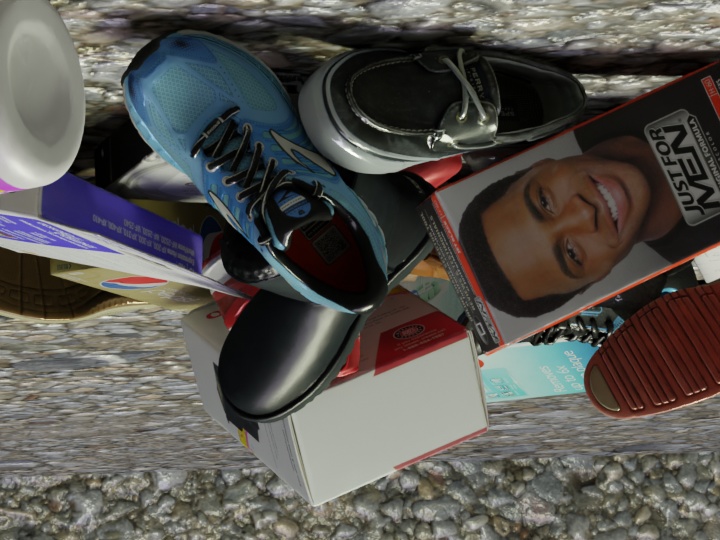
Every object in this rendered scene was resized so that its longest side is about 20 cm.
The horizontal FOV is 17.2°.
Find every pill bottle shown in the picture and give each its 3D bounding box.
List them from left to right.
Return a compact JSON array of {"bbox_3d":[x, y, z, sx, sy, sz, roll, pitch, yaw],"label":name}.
[{"bbox_3d":[-0.249,-0.082,1.229,0.198,0.105,0.104,-7,169,23],"label":"pill bottle"}]

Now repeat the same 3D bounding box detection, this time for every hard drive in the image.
[{"bbox_3d":[-0.073,-0.080,1.485,0.139,0.038,0.200,1,168,-23],"label":"hard drive"}]

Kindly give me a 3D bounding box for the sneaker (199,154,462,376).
[{"bbox_3d":[0.000,0.000,1.581,0.199,0.116,0.078,-31,173,18],"label":"sneaker"}]

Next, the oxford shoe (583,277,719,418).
[{"bbox_3d":[0.236,0.037,1.518,0.199,0.071,0.074,-28,170,9],"label":"oxford shoe"}]

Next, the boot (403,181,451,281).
[{"bbox_3d":[0.097,-0.025,1.732,0.198,0.074,0.155,-3,168,-6],"label":"boot"}]

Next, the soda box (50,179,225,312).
[{"bbox_3d":[-0.148,-0.017,1.725,0.067,0.065,0.200,-8,168,21],"label":"soda box"}]

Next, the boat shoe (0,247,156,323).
[{"bbox_3d":[-0.218,0.007,1.819,0.199,0.073,0.065,-4,170,-31],"label":"boat shoe"}]

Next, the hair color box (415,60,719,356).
[{"bbox_3d":[0.145,-0.037,1.416,0.199,0.102,0.061,-26,178,-12],"label":"hair color box"}]

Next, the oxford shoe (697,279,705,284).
[{"bbox_3d":[0.216,0.014,2.039,0.198,0.073,0.071,13,-169,-1],"label":"oxford shoe"}]

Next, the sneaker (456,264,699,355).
[{"bbox_3d":[0.156,0.022,1.695,0.199,0.082,0.073,-24,170,-22],"label":"sneaker"}]

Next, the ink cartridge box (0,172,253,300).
[{"bbox_3d":[-0.189,-0.033,1.516,0.199,0.044,0.198,12,173,28],"label":"ink cartridge box"}]

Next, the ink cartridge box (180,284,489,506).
[{"bbox_3d":[-0.021,0.072,1.695,0.145,0.083,0.200,-22,-156,-19],"label":"ink cartridge box"}]

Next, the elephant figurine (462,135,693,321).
[{"bbox_3d":[0.124,-0.033,1.592,0.155,0.142,0.200,35,168,-26],"label":"elephant figurine"}]

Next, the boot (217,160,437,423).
[{"bbox_3d":[-0.047,0.004,1.455,0.200,0.076,0.168,-47,157,12],"label":"boot"}]

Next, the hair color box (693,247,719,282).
[{"bbox_3d":[0.289,-0.040,1.743,0.099,0.061,0.200,-6,169,12],"label":"hair color box"}]

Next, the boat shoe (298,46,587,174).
[{"bbox_3d":[0.050,-0.101,1.358,0.199,0.073,0.071,-8,168,-47],"label":"boat shoe"}]

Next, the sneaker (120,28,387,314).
[{"bbox_3d":[-0.047,-0.052,1.301,0.200,0.078,0.090,44,-178,-20],"label":"sneaker"}]

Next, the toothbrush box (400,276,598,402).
[{"bbox_3d":[0.114,0.038,1.941,0.198,0.086,0.147,-6,150,22],"label":"toothbrush box"}]
